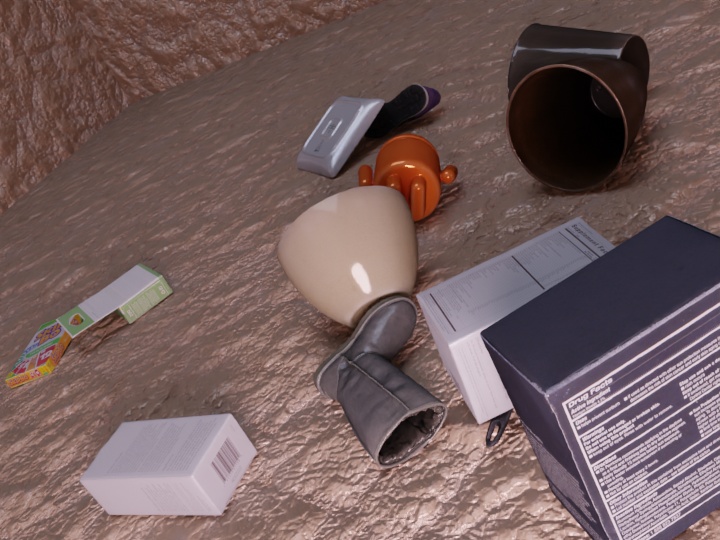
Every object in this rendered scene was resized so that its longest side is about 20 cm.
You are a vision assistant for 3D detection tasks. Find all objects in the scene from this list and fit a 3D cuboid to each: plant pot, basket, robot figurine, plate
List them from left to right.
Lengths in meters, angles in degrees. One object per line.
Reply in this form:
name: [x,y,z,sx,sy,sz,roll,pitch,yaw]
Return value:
plate: [-0.055,-0.301,1.760,0.201,0.032,0.199,-57,31,-5]
plant pot: [0.000,0.000,1.116,0.199,0.200,0.135,-27,63,3]
robot figurine: [0.081,-0.157,1.366,0.143,0.117,0.201,-34,24,23]
basket: [0.374,-0.338,1.379,0.199,0.136,0.182,10,81,43]
plant pot: [0.347,-0.243,1.215,0.186,0.188,0.200,-1,26,43]

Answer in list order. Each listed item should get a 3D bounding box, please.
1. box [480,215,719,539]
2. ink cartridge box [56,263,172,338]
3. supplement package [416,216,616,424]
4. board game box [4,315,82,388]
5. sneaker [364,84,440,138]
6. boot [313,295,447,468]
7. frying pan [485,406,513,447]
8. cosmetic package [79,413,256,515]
box: [0.236,0.096,0.673,0.199,0.199,0.123,-30,27,-6]
ink cartridge box: [-0.478,0.069,1.574,0.200,0.048,0.145,-39,28,-20]
supplement package: [0.179,0.049,0.849,0.199,0.110,0.114,-25,29,-1]
board game box: [-0.615,0.147,1.595,0.095,0.030,0.200,-21,25,14]
sneaker: [0.086,-0.337,1.753,0.199,0.076,0.087,-16,-1,39]
boot: [0.041,0.122,0.957,0.182,0.073,0.200,-49,23,-9]
frying pan: [0.186,0.115,0.874,0.114,0.031,0.191,-19,31,16]
cosmetic package: [-0.240,0.244,1.010,0.199,0.072,0.102,-10,32,32]
